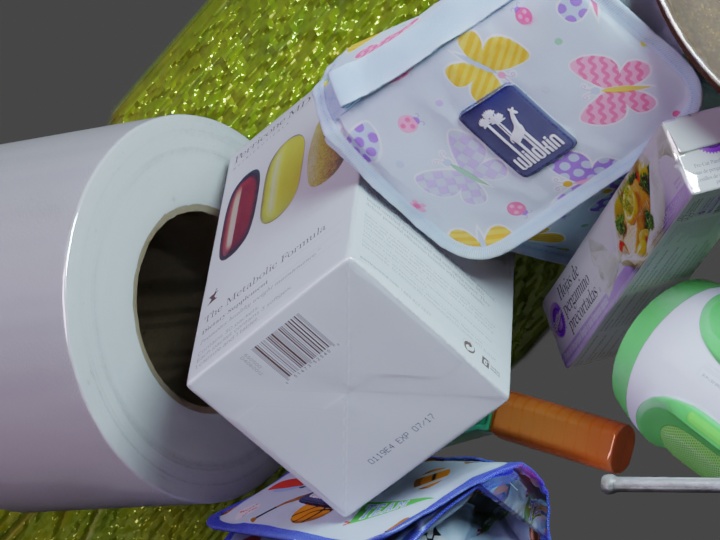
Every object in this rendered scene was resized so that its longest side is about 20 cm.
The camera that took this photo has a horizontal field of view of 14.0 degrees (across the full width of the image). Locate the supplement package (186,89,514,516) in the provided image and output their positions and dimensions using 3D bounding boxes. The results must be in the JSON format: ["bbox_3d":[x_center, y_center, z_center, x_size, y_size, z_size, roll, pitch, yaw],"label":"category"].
[{"bbox_3d":[0.000,0.000,1.436,0.114,0.109,0.200,-38,24,25],"label":"supplement package"}]

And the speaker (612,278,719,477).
[{"bbox_3d":[0.206,0.083,1.322,0.200,0.088,0.089,38,106,39],"label":"speaker"}]

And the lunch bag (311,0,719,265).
[{"bbox_3d":[0.097,-0.087,1.374,0.169,0.200,0.127,-31,62,31],"label":"lunch bag"}]

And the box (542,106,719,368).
[{"bbox_3d":[0.133,-0.013,1.361,0.200,0.041,0.039,116,138,-63],"label":"box"}]

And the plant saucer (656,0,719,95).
[{"bbox_3d":[0.205,-0.129,1.312,0.037,0.200,0.201,-47,51,55],"label":"plant saucer"}]

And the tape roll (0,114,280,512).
[{"bbox_3d":[-0.132,0.025,1.547,0.139,0.202,0.203,-7,77,40],"label":"tape roll"}]

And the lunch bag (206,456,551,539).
[{"bbox_3d":[-0.008,0.176,1.441,0.170,0.124,0.200,-1,53,55],"label":"lunch bag"}]

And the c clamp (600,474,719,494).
[{"bbox_3d":[0.211,0.024,1.291,0.170,0.027,0.200,7,53,20],"label":"c clamp"}]

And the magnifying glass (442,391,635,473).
[{"bbox_3d":[0.056,0.068,1.496,0.200,0.022,0.080,15,91,40],"label":"magnifying glass"}]
